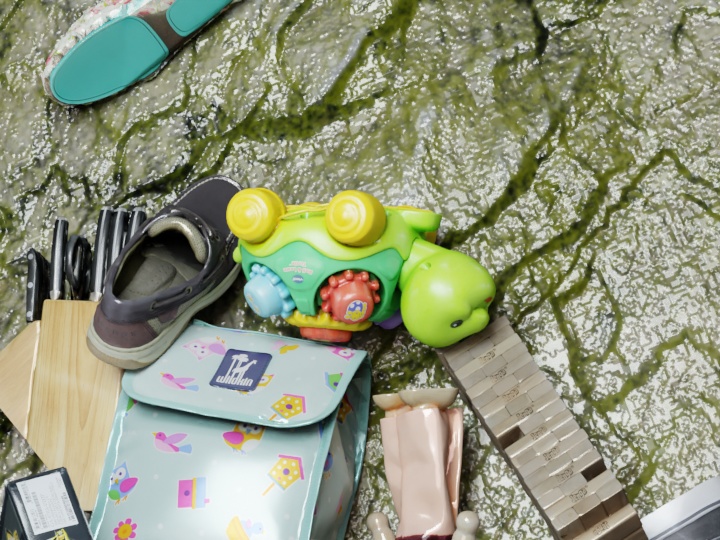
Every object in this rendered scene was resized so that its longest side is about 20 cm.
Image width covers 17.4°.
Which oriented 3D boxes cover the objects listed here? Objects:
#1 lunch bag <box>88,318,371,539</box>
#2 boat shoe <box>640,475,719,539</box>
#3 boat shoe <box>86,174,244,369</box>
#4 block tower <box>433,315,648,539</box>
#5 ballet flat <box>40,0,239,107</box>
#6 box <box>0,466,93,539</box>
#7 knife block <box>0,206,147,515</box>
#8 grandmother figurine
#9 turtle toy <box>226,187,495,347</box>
[{"bbox_3d":[-0.089,0.134,1.644,0.169,0.122,0.201,7,70,16],"label":"lunch bag"},{"bbox_3d":[0.181,0.220,1.582,0.199,0.072,0.068,-32,67,-5],"label":"boat shoe"},{"bbox_3d":[-0.130,-0.011,1.679,0.072,0.065,0.200,28,45,9],"label":"boat shoe"},{"bbox_3d":[0.122,0.115,1.597,0.058,0.054,0.200,-31,47,-4],"label":"block tower"},{"bbox_3d":[-0.161,-0.197,1.798,0.199,0.076,0.064,-34,38,-3],"label":"ballet flat"},{"bbox_3d":[-0.203,0.249,1.592,0.046,0.200,0.160,-14,63,-21],"label":"box"},{"bbox_3d":[-0.182,0.061,1.717,0.175,0.064,0.200,-42,69,-1],"label":"knife block"},{"bbox_3d":[0.047,0.184,1.617,0.060,0.121,0.202,0,83,-23],"label":"grandmother figurine"},{"bbox_3d":[0.000,0.000,1.648,0.198,0.146,0.102,3,87,23],"label":"turtle toy"}]
